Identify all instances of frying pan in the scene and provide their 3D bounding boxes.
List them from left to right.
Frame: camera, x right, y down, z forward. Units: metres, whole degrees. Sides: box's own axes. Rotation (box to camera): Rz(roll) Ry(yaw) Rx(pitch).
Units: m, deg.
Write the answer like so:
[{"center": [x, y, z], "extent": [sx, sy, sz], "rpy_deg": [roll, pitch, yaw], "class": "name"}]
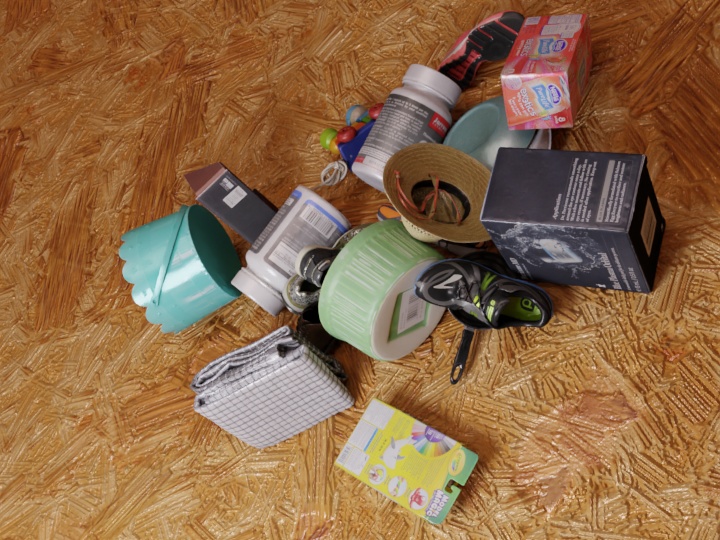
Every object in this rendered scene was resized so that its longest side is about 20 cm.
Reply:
[{"center": [0.179, 0.067, 1.523], "extent": [0.115, 0.031, 0.191], "rpy_deg": [-4, 87, -3], "class": "frying pan"}]

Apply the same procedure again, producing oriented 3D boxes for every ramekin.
[{"center": [0.044, 0.035, 1.536], "extent": [0.098, 0.200, 0.200], "rpy_deg": [34, 84, 34], "class": "ramekin"}]

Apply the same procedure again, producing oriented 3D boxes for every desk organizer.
[{"center": [-0.206, -0.114, 1.782], "extent": [0.072, 0.200, 0.077], "rpy_deg": [-43, 47, 5], "class": "desk organizer"}]

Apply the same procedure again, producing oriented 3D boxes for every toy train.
[{"center": [-0.034, -0.211, 1.781], "extent": [0.200, 0.085, 0.116], "rpy_deg": [-38, 34, -16], "class": "toy train"}]

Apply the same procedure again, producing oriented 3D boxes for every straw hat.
[{"center": [0.107, -0.087, 1.500], "extent": [0.085, 0.200, 0.201], "rpy_deg": [119, 146, -44], "class": "straw hat"}]

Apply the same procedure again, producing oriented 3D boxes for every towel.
[{"center": [-0.132, 0.174, 1.587], "extent": [0.200, 0.166, 0.086], "rpy_deg": [-29, 45, 16], "class": "towel"}]

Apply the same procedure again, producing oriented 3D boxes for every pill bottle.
[{"center": [-0.117, -0.030, 1.730], "extent": [0.114, 0.114, 0.200], "rpy_deg": [34, 84, 41], "class": "pill bottle"}, {"center": [0.079, -0.225, 1.704], "extent": [0.114, 0.114, 0.200], "rpy_deg": [25, 85, 40], "class": "pill bottle"}]

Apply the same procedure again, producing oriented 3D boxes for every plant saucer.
[{"center": [0.187, -0.209, 1.646], "extent": [0.201, 0.039, 0.201], "rpy_deg": [-33, 35, 27], "class": "plant saucer"}]

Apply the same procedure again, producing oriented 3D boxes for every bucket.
[{"center": [-0.301, -0.008, 1.788], "extent": [0.135, 0.207, 0.208], "rpy_deg": [-26, 52, 13], "class": "bucket"}]

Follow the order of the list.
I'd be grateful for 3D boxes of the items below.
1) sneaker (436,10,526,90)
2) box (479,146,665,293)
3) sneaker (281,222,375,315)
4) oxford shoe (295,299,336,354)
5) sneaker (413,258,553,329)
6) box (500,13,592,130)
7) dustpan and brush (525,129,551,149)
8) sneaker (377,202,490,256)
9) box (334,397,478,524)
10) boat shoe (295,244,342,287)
[{"center": [0.196, -0.381, 1.728], "extent": [0.200, 0.074, 0.087], "rpy_deg": [-32, 33, 48], "class": "sneaker"}, {"center": [0.291, -0.066, 1.414], "extent": [0.199, 0.197, 0.118], "rpy_deg": [7, 69, 28], "class": "box"}, {"center": [-0.034, -0.005, 1.651], "extent": [0.200, 0.089, 0.077], "rpy_deg": [-41, 90, -13], "class": "sneaker"}, {"center": [-0.078, 0.094, 1.644], "extent": [0.200, 0.084, 0.073], "rpy_deg": [-46, 44, 18], "class": "oxford shoe"}, {"center": [0.175, 0.036, 1.464], "extent": [0.199, 0.083, 0.071], "rpy_deg": [14, 107, 0], "class": "sneaker"}, {"center": [0.285, -0.302, 1.582], "extent": [0.102, 0.095, 0.200], "rpy_deg": [0, 37, 21], "class": "box"}, {"center": [0.230, -0.129, 1.604], "extent": [0.139, 0.057, 0.200], "rpy_deg": [-18, 44, 41], "class": "dustpan and brush"}, {"center": [0.120, -0.100, 1.614], "extent": [0.200, 0.078, 0.112], "rpy_deg": [19, 111, 29], "class": "sneaker"}, {"center": [0.070, 0.270, 1.475], "extent": [0.200, 0.048, 0.118], "rpy_deg": [23, 77, 42], "class": "box"}, {"center": [0.000, 0.000, 1.594], "extent": [0.068, 0.200, 0.072], "rpy_deg": [28, 112, 51], "class": "boat shoe"}]
